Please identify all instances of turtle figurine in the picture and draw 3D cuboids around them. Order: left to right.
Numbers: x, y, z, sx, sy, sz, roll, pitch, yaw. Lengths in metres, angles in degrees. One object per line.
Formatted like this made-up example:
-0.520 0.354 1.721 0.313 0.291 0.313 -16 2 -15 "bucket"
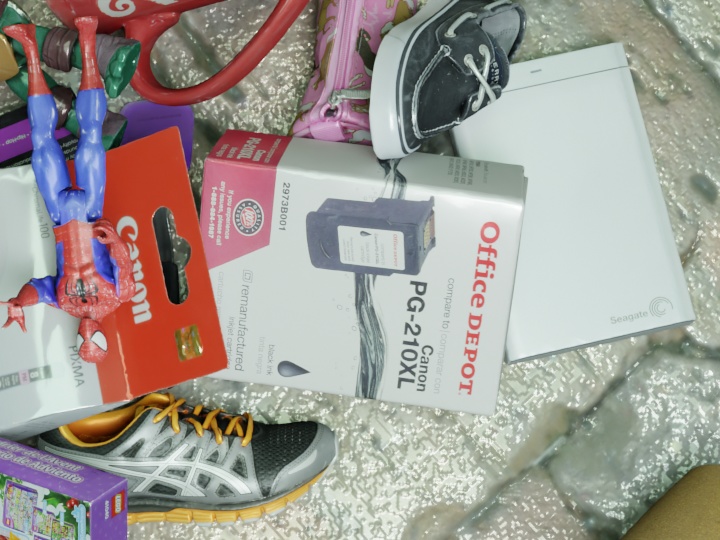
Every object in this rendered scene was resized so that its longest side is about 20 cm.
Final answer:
-0.243 -0.136 0.975 0.199 0.150 0.101 18 61 0 "turtle figurine"

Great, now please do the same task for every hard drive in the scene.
0.140 -0.047 1.057 0.131 0.027 0.201 -12 80 -4 "hard drive"

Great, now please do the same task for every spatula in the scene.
-0.134 -0.020 1.042 0.056 0.021 0.201 -7 83 15 "spatula"

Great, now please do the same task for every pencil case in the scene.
0.003 -0.170 1.043 0.082 0.086 0.201 16 75 -28 "pencil case"

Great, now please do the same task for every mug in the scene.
-0.093 -0.216 1.005 0.199 0.178 0.134 -8 33 21 "mug"

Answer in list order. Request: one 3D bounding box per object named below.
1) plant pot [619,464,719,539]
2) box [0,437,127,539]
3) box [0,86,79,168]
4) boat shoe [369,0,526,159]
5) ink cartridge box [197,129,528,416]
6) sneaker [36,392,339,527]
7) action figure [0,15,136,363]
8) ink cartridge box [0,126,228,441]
0.206 0.227 0.941 0.186 0.187 0.201 29 66 4 "plant pot"
-0.203 0.201 0.916 0.136 0.039 0.201 13 111 25 "box"
-0.222 -0.003 1.022 0.142 0.036 0.201 -21 77 -1 "box"
0.062 -0.129 0.994 0.067 0.200 0.072 4 117 21 "boat shoe"
0.000 0.000 0.979 0.199 0.084 0.146 7 109 3 "ink cartridge box"
-0.113 0.115 0.978 0.199 0.078 0.078 -7 107 -4 "sneaker"
-0.169 -0.041 0.878 0.065 0.099 0.201 -7 98 3 "action figure"
-0.193 0.011 0.946 0.199 0.057 0.163 -20 75 23 "ink cartridge box"
